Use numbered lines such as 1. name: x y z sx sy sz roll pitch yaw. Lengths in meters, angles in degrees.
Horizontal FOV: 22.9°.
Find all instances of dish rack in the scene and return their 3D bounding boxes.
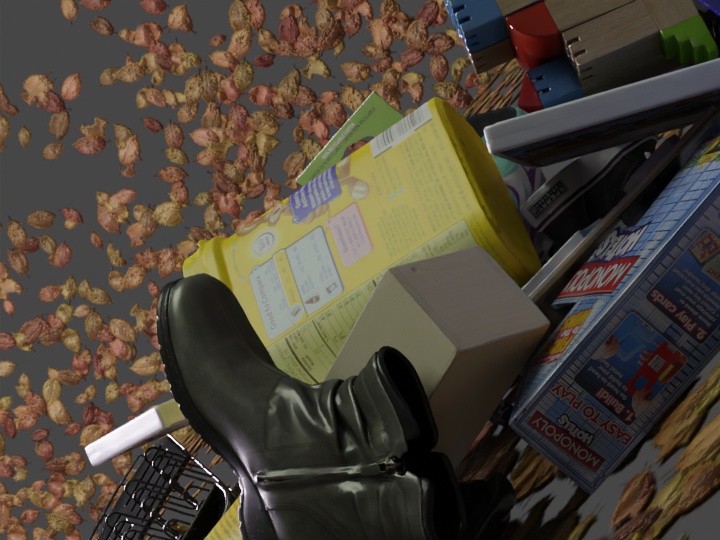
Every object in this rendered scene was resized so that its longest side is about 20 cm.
1. dish rack: -0.149 0.198 1.267 0.153 0.055 0.200 -59 33 0

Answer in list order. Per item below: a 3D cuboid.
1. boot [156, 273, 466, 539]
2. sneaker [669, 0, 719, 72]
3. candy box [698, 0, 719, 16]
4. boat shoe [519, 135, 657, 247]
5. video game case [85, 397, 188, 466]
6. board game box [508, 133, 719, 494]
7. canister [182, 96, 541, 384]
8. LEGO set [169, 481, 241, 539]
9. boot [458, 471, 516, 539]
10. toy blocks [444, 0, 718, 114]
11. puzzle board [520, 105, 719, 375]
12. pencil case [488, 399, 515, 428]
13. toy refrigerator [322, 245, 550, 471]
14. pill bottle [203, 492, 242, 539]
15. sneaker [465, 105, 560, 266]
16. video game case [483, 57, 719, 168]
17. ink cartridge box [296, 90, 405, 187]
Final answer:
1. boot: -0.021 0.070 0.931 0.131 0.200 0.068 -35 -16 35
2. sneaker: 0.233 -0.145 1.096 0.079 0.074 0.200 -31 14 -38
3. candy box: 0.229 -0.142 0.845 0.077 0.169 0.200 -52 5 24
4. boat shoe: 0.174 -0.053 1.216 0.074 0.068 0.199 -43 -4 24
5. video game case: -0.085 0.084 1.265 0.200 0.018 0.143 -22 -5 -32
6. board game box: 0.150 0.021 0.961 0.200 0.062 0.200 -50 5 -7
7. canister: 0.000 0.000 1.106 0.200 0.087 0.149 -33 48 15
8. LEGO set: -0.119 0.251 1.310 0.200 0.116 0.154 -45 7 46
9. boot: 0.001 0.198 0.995 0.200 0.077 0.138 -30 12 36
10. toy blocks: 0.109 -0.171 1.061 0.137 0.200 0.100 -24 -25 2
11. puzzle board: 0.152 -0.015 1.090 0.200 0.017 0.151 -47 -17 6
12. pencil case: 0.062 0.066 1.258 0.094 0.091 0.200 -52 3 4
13. toy refrigerator: 0.017 0.081 0.983 0.076 0.070 0.200 -15 -36 -42
14. pill bottle: -0.049 0.198 1.130 0.200 0.112 0.112 -51 5 -1
15. sneaker: 0.100 -0.007 1.222 0.078 0.140 0.200 -10 33 31
16. video game case: 0.155 -0.090 1.043 0.143 0.017 0.200 -15 -2 12
17. ink cartridge box: 0.039 -0.026 1.453 0.148 0.200 0.076 -45 8 49
